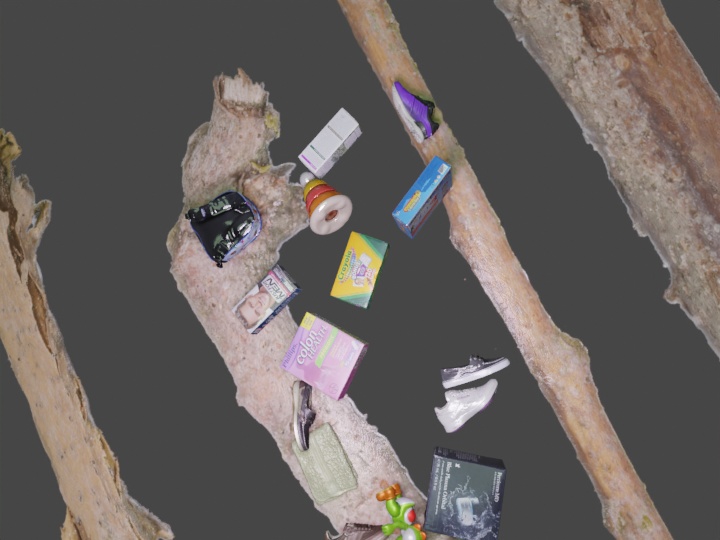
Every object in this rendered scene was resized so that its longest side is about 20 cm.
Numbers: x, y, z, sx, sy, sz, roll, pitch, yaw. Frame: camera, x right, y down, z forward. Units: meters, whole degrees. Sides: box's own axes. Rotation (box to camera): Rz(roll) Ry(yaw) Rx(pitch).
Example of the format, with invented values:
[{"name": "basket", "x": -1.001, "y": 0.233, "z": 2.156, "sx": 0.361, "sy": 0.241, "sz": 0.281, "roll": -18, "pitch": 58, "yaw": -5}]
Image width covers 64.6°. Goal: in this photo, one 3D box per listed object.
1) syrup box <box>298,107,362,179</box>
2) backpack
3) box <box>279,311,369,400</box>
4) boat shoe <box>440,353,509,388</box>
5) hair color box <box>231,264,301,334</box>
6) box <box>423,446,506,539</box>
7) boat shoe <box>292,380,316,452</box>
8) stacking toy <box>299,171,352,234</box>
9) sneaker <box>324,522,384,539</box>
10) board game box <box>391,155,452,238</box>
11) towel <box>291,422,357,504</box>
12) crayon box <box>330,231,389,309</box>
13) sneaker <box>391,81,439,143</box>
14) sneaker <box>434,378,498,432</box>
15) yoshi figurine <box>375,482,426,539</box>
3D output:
[{"name": "syrup box", "x": -0.091, "y": -0.384, "z": 1.734, "sx": 0.081, "sy": 0.079, "sz": 0.200, "roll": 44, "pitch": 92, "yaw": 11}, {"name": "backpack", "x": -0.394, "y": -0.137, "z": 1.724, "sx": 0.189, "sy": 0.154, "sz": 0.202, "roll": -35, "pitch": 85, "yaw": 12}, {"name": "box", "x": -0.102, "y": 0.246, "z": 1.657, "sx": 0.197, "sy": 0.097, "sz": 0.178, "roll": 28, "pitch": 89, "yaw": 12}, {"name": "boat shoe", "x": 0.317, "y": 0.269, "z": 1.600, "sx": 0.197, "sy": 0.070, "sz": 0.068, "roll": -22, "pitch": 82, "yaw": 14}, {"name": "hair color box", "x": -0.284, "y": 0.089, "z": 1.725, "sx": 0.200, "sy": 0.060, "sz": 0.100, "roll": -44, "pitch": 78, "yaw": 3}, {"name": "box", "x": 0.281, "y": 0.605, "z": 1.540, "sx": 0.195, "sy": 0.117, "sz": 0.201, "roll": 8, "pitch": 85, "yaw": 9}, {"name": "boat shoe", "x": -0.160, "y": 0.417, "z": 1.650, "sx": 0.063, "sy": 0.072, "sz": 0.204, "roll": -9, "pitch": 64, "yaw": 4}, {"name": "stacking toy", "x": -0.127, "y": -0.222, "z": 1.718, "sx": 0.145, "sy": 0.146, "sz": 0.201, "roll": -38, "pitch": 60, "yaw": 4}, {"name": "sneaker", "x": -0.011, "y": 0.744, "z": 1.598, "sx": 0.197, "sy": 0.070, "sz": 0.077, "roll": -24, "pitch": 79, "yaw": 6}, {"name": "board game box", "x": 0.178, "y": -0.201, "z": 1.607, "sx": 0.056, "sy": 0.196, "sz": 0.201, "roll": 37, "pitch": 90, "yaw": 12}, {"name": "towel", "x": -0.105, "y": 0.560, "z": 1.653, "sx": 0.146, "sy": 0.036, "sz": 0.203, "roll": -28, "pitch": 80, "yaw": 5}, {"name": "crayon box", "x": 0.000, "y": 0.000, "z": 1.686, "sx": 0.117, "sy": 0.058, "sz": 0.204, "roll": 18, "pitch": 87, "yaw": 11}, {"name": "sneaker", "x": 0.170, "y": -0.489, "z": 1.712, "sx": 0.098, "sy": 0.070, "sz": 0.203, "roll": -29, "pitch": 84, "yaw": -2}, {"name": "sneaker", "x": 0.294, "y": 0.359, "z": 1.585, "sx": 0.199, "sy": 0.075, "sz": 0.100, "roll": -40, "pitch": 80, "yaw": 3}, {"name": "yoshi figurine", "x": 0.105, "y": 0.701, "z": 1.559, "sx": 0.111, "sy": 0.113, "sz": 0.202, "roll": -20, "pitch": 68, "yaw": -22}]
